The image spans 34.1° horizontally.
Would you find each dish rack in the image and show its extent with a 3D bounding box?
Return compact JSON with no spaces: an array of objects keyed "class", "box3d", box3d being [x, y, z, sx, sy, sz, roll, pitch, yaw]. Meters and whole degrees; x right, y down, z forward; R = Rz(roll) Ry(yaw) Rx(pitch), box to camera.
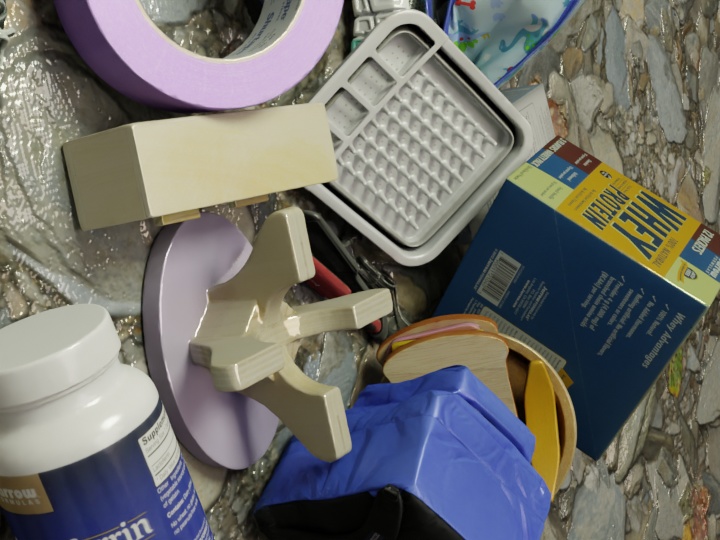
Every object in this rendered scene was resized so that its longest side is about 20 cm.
[{"class":"dish rack","box3d":[0.037,-0.113,1.008,0.172,0.044,0.200,-48,124,6]}]

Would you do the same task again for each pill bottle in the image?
[{"class":"pill bottle","box3d":[-0.170,0.130,0.742,0.116,0.116,0.200,-38,117,-46]}]

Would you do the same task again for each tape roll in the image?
[{"class":"tape roll","box3d":[-0.111,-0.211,0.818,0.200,0.066,0.200,-2,94,-31]}]

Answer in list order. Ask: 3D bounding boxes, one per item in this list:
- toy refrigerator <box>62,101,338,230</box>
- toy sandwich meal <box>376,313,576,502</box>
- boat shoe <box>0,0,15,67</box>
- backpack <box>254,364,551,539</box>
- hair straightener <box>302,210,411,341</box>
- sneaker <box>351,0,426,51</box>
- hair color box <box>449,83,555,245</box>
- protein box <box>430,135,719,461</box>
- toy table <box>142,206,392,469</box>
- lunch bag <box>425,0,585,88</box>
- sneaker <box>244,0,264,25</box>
[{"class":"toy refrigerator","box3d":[-0.109,-0.076,0.856,0.200,0.076,0.070,-16,97,-52]},{"class":"toy sandwich meal","box3d":[0.096,0.138,1.028,0.070,0.205,0.206,-36,120,-79]},{"class":"boat shoe","box3d":[-0.241,-0.148,0.699,0.074,0.068,0.200,15,77,-51]},{"class":"backpack","box3d":[0.032,0.175,0.930,0.163,0.200,0.168,48,45,-21]},{"class":"hair straightener","box3d":[0.000,0.000,1.024,0.200,0.041,0.077,40,58,-43]},{"class":"sneaker","box3d":[0.029,-0.255,1.062,0.091,0.077,0.200,-10,100,-68]},{"class":"hair color box","box3d":[0.126,-0.108,1.175,0.200,0.061,0.099,-37,117,-47]},{"class":"protein box","box3d":[0.200,0.023,1.078,0.135,0.200,0.199,-39,159,-53]},{"class":"toy table","box3d":[-0.072,0.052,0.871,0.184,0.117,0.200,-40,118,-45]},{"class":"lunch bag","box3d":[0.132,-0.245,1.081,0.200,0.127,0.170,-61,178,27]},{"class":"sneaker","box3d":[-0.043,-0.279,0.951,0.077,0.076,0.200,20,75,-45]}]
